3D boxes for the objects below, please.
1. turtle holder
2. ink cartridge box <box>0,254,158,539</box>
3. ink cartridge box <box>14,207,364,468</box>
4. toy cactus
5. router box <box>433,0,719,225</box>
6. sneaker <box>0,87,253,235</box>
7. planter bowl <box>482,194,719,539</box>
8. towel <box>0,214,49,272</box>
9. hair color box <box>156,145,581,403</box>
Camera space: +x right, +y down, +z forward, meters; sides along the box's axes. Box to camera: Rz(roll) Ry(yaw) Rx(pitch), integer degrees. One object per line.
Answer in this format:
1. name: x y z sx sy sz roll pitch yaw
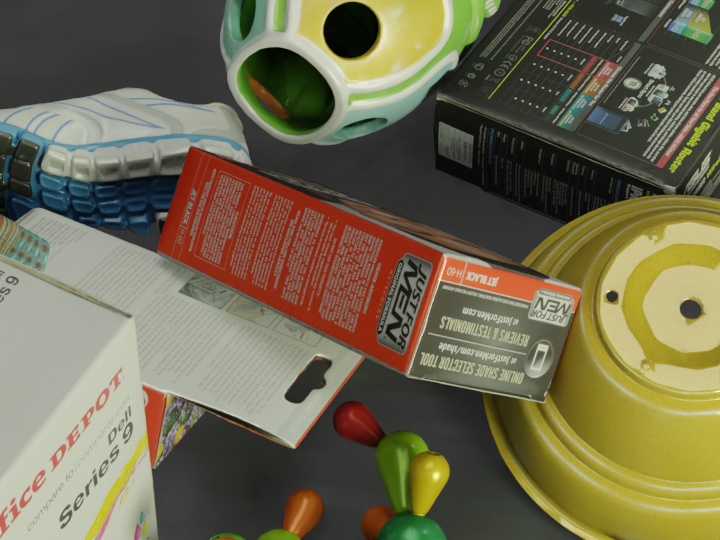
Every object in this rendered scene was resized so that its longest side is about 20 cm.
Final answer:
1. turtle holder: 0.003 -0.141 1.126 0.185 0.141 0.132 -1 41 40
2. ink cartridge box: -0.160 0.115 0.867 0.087 0.201 0.146 20 50 18
3. ink cartridge box: -0.106 0.042 1.015 0.199 0.051 0.109 22 32 13
4. toy cactus: 0.004 0.154 0.914 0.164 0.103 0.200 28 44 12
5. router box: 0.154 -0.110 1.165 0.149 0.062 0.200 24 52 22
6. sneaker: -0.157 -0.066 1.132 0.198 0.075 0.087 3 39 -7
7. planter bowl: 0.157 0.033 0.982 0.199 0.084 0.202 -2 63 4
8. towel: -0.200 0.064 0.894 0.022 0.147 0.201 16 82 18
9. hair color box: 0.000 0.000 0.995 0.101 0.062 0.199 13 8 -44
